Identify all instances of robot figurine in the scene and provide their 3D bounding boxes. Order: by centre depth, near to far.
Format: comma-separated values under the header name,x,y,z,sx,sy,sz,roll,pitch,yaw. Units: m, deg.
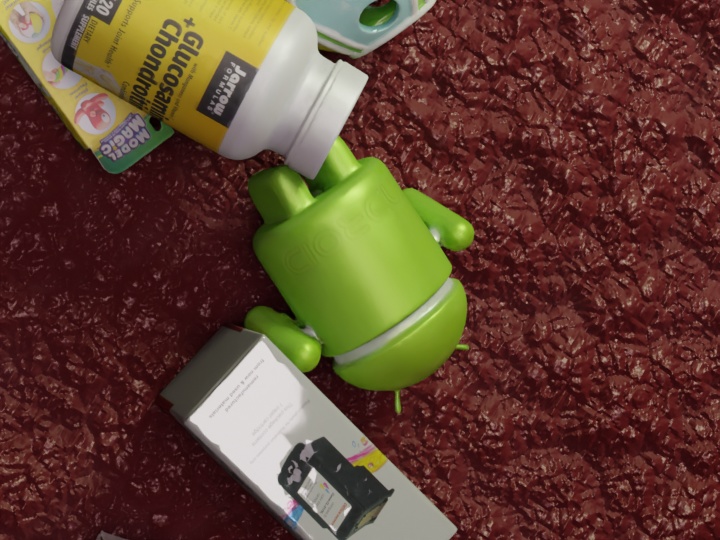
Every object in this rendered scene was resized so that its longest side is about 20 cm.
name,x,y,z,sx,sy,sz,roll,pitch,yaw
robot figurine,0.000,0.000,1.290,0.175,0.116,0.201,-38,101,-21

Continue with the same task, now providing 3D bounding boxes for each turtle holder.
name,x,y,z,sx,sy,sz,roll,pitch,yaw
turtle holder,-0.027,-0.214,1.260,0.185,0.141,0.132,-40,107,-11

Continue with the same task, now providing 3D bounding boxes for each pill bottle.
name,x,y,z,sx,sy,sz,roll,pitch,yaw
pill bottle,-0.099,-0.145,1.199,0.199,0.112,0.113,29,86,-3

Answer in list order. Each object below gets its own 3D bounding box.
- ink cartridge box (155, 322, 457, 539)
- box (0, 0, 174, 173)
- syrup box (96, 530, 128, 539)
name,x,y,z,sx,sy,sz,roll,pitch,yaw
ink cartridge box,-0.041,0.138,1.272,0.200,0.146,0.083,45,80,-12
box,-0.193,-0.179,1.270,0.117,0.048,0.201,-36,98,-10
syrup box,-0.190,0.299,1.278,0.081,0.079,0.201,25,87,-13
